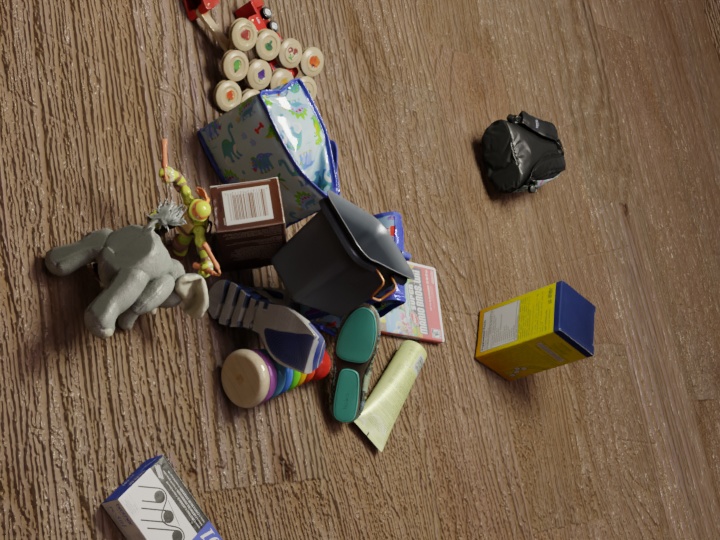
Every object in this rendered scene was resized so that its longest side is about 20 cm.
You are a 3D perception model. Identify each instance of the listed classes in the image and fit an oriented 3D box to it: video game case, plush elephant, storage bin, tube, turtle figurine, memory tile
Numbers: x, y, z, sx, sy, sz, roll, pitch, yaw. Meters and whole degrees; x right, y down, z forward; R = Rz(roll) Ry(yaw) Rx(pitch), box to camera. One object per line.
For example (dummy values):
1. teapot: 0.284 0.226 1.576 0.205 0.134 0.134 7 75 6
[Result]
1. video game case: 0.071 0.049 1.929 0.199 0.017 0.144 13 64 -44
2. plush elephant: -0.295 0.013 1.463 0.200 0.164 0.155 -41 147 -16
3. storage bin: -0.027 -0.003 1.590 0.146 0.134 0.200 59 16 24
4. tube: 0.050 0.202 1.818 0.058 0.052 0.201 21 49 12
5. turtle figurine: -0.246 -0.078 1.526 0.064 0.161 0.201 -25 90 -32
6. memory tile: -0.148 -0.317 1.802 0.199 0.017 0.155 13 95 -43

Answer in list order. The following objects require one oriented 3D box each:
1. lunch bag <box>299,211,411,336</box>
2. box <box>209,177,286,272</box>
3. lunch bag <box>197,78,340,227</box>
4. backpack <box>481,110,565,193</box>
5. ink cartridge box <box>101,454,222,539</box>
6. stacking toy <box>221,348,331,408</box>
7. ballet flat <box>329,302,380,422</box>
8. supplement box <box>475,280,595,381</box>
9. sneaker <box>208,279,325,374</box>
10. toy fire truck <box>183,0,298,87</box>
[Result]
1. lunch bag: 0.000 0.000 1.733 0.094 0.199 0.152 22 57 -39
2. box: -0.159 -0.063 1.581 0.099 0.200 0.076 -8 73 -6
3. lunch bag: -0.129 -0.171 1.694 0.127 0.169 0.201 -28 94 -45
4. backpack: 0.340 -0.241 2.273 0.199 0.126 0.168 -11 92 -50
5. ink cartridge box: -0.242 0.352 1.428 0.201 0.044 0.094 57 43 -11
6. stacking toy: -0.116 0.147 1.642 0.199 0.085 0.086 -9 79 -55
7. ballet flat: -0.010 0.138 1.710 0.074 0.074 0.202 -5 115 -48
8. supplement box: 0.326 0.116 2.034 0.109 0.199 0.110 35 50 -32
9. sneaker: -0.119 0.069 1.614 0.115 0.199 0.081 -5 121 -59
10. toy fire truck: -0.197 -0.389 1.814 0.141 0.049 0.201 -36 102 -47
